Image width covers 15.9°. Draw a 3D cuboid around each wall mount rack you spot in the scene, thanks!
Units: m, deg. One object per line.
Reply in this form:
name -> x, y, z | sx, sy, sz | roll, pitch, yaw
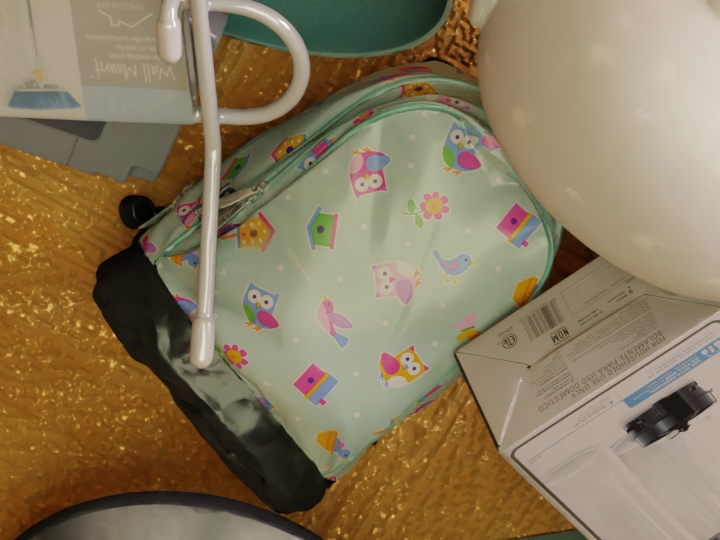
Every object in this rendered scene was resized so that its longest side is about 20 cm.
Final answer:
wall mount rack -> -0.123, -0.051, 1.073 | 0.199, 0.075, 0.174 | 4, 128, 10

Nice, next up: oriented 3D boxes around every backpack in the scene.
backpack -> 0.000, 0.000, 1.147 | 0.200, 0.127, 0.167 | -39, 105, 6

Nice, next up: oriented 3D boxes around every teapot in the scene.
teapot -> 0.149, -0.097, 1.031 | 0.200, 0.198, 0.146 | -13, 151, -41

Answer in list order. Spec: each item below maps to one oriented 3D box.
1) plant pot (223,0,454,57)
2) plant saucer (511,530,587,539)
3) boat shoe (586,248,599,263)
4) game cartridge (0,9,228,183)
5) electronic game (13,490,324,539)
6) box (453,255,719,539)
plant pot -> -0.035, -0.198, 1.081 | 0.200, 0.200, 0.135 | 25, 69, -12
plant saucer -> 0.067, 0.168, 1.255 | 0.199, 0.019, 0.070 | -8, 105, -6
boat shoe -> 0.139, -0.001, 1.195 | 0.064, 0.071, 0.200 | -25, 107, -1
game cartridge -> -0.163, -0.113, 1.110 | 0.199, 0.042, 0.133 | 19, 136, -10
electronic game -> -0.082, 0.179, 1.196 | 0.199, 0.042, 0.200 | 3, 127, 3
box -> 0.142, 0.072, 1.137 | 0.116, 0.060, 0.200 | -33, 138, 10
